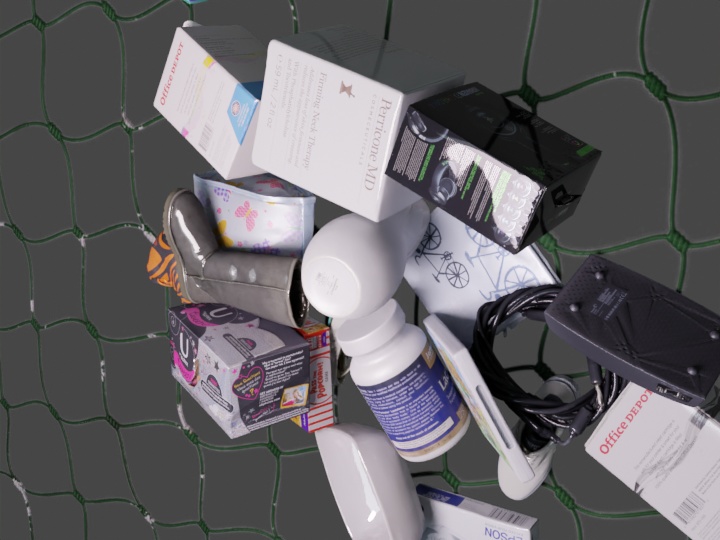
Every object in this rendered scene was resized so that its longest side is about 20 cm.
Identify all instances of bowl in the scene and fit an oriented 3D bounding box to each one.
[{"bbox_3d":[0.020,0.309,1.477,0.199,0.074,0.203,-10,99,69],"label":"bowl"}]

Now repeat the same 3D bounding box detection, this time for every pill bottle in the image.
[{"bbox_3d":[0.055,0.144,1.370,0.115,0.116,0.201,-15,116,38],"label":"pill bottle"}]

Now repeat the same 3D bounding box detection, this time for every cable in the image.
[{"bbox_3d":[0.225,0.100,1.252,0.200,0.051,0.164,44,104,21],"label":"cable"}]

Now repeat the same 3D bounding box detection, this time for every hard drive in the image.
[{"bbox_3d":[0.321,0.069,1.178,0.198,0.135,0.043,29,141,23],"label":"hard drive"}]

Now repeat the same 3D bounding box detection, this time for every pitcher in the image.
[{"bbox_3d":[0.000,0.000,1.307,0.120,0.200,0.173,28,123,13],"label":"pitcher"}]

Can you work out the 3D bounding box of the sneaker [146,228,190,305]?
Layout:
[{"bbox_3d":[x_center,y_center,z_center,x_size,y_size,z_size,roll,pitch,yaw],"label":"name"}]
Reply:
[{"bbox_3d":[-0.272,0.026,1.628,0.111,0.077,0.203,-19,84,42],"label":"sneaker"}]

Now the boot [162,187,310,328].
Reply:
[{"bbox_3d":[-0.165,-0.017,1.377,0.198,0.072,0.184,11,124,38],"label":"boot"}]

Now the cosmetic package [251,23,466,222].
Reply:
[{"bbox_3d":[-0.003,-0.192,1.289,0.198,0.166,0.170,26,120,24],"label":"cosmetic package"}]

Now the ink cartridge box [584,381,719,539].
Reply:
[{"bbox_3d":[0.387,0.211,1.208,0.199,0.083,0.146,40,125,18],"label":"ink cartridge box"}]

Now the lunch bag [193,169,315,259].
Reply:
[{"bbox_3d":[-0.138,-0.047,1.468,0.198,0.126,0.172,18,115,40],"label":"lunch bag"}]

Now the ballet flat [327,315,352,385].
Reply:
[{"bbox_3d":[-0.018,0.090,1.473,0.069,0.069,0.202,37,131,18],"label":"ballet flat"}]

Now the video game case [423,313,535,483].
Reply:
[{"bbox_3d":[0.144,0.155,1.293,0.022,0.200,0.184,-29,101,-1],"label":"video game case"}]

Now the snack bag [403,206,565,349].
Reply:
[{"bbox_3d":[0.146,0.001,1.345,0.200,0.021,0.190,-42,80,37],"label":"snack bag"}]

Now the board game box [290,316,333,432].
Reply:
[{"bbox_3d":[-0.112,0.128,1.517,0.199,0.046,0.154,25,122,53],"label":"board game box"}]

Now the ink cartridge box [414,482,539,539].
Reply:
[{"bbox_3d":[0.161,0.425,1.476,0.197,0.040,0.203,9,112,33],"label":"ink cartridge box"}]

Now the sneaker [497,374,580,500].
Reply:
[{"bbox_3d":[0.220,0.225,1.341,0.072,0.071,0.202,30,122,23],"label":"sneaker"}]

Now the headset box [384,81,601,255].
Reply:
[{"bbox_3d":[0.161,-0.121,1.191,0.199,0.173,0.094,34,124,21],"label":"headset box"}]

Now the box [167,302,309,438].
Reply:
[{"bbox_3d":[-0.174,0.124,1.442,0.199,0.131,0.116,32,129,50],"label":"box"}]

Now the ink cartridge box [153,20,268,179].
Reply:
[{"bbox_3d":[-0.180,-0.243,1.412,0.200,0.124,0.129,45,127,24],"label":"ink cartridge box"}]

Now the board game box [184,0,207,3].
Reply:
[{"bbox_3d":[-0.284,-0.492,1.457,0.199,0.045,0.154,34,123,22],"label":"board game box"}]
